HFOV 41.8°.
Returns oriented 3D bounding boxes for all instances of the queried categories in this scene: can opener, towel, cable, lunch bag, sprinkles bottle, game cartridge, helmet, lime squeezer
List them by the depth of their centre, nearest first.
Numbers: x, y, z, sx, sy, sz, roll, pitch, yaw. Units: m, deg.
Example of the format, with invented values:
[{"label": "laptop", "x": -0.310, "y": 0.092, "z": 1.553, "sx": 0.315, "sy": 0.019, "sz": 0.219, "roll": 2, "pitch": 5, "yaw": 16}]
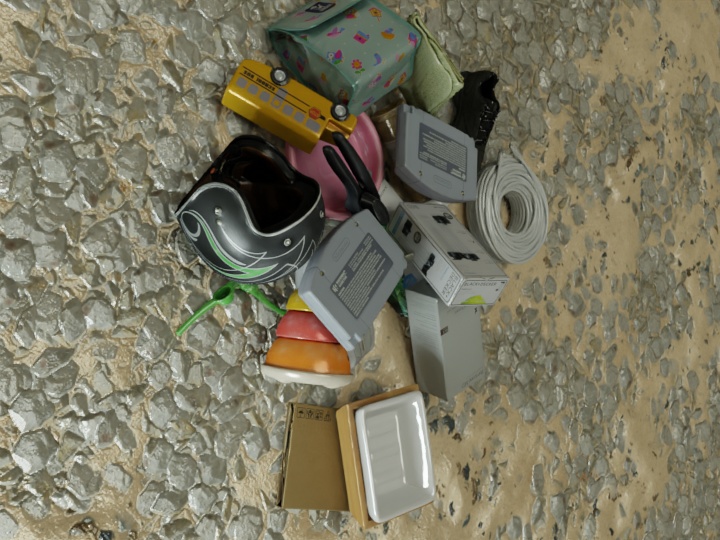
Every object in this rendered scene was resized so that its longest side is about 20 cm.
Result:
[{"label": "helmet", "x": -0.150, "y": -0.075, "z": 1.356, "sx": 0.190, "sy": 0.199, "sz": 0.201, "roll": 41, "pitch": 62, "yaw": -14}, {"label": "game cartridge", "x": -0.012, "y": 0.005, "z": 1.424, "sx": 0.133, "sy": 0.041, "sz": 0.201, "roll": 47, "pitch": 48, "yaw": -14}, {"label": "lime squeezer", "x": -0.194, "y": 0.047, "z": 1.429, "sx": 0.198, "sy": 0.038, "sz": 0.072, "roll": -9, "pitch": 123, "yaw": -41}, {"label": "can opener", "x": -0.007, "y": -0.147, "z": 1.477, "sx": 0.064, "sy": 0.078, "sz": 0.201, "roll": -62, "pitch": 145, "yaw": -25}, {"label": "lunch bag", "x": -0.030, "y": -0.363, "z": 1.509, "sx": 0.170, "sy": 0.122, "sz": 0.200, "roll": -38, "pitch": 74, "yaw": -26}, {"label": "towel", "x": 0.099, "y": -0.335, "z": 1.580, "sx": 0.036, "sy": 0.200, "sz": 0.149, "roll": -33, "pitch": 90, "yaw": -16}, {"label": "game cartridge", "x": 0.131, "y": -0.192, "z": 1.626, "sx": 0.198, "sy": 0.041, "sz": 0.136, "roll": 19, "pitch": 73, "yaw": -44}, {"label": "sprinkles bottle", "x": 0.090, "y": -0.195, "z": 1.658, "sx": 0.068, "sy": 0.068, "sz": 0.202, "roll": -40, "pitch": 112, "yaw": -35}, {"label": "cable", "x": 0.282, "y": -0.113, "z": 1.817, "sx": 0.200, "sy": 0.069, "sz": 0.202, "roll": 42, "pitch": 62, "yaw": -31}]

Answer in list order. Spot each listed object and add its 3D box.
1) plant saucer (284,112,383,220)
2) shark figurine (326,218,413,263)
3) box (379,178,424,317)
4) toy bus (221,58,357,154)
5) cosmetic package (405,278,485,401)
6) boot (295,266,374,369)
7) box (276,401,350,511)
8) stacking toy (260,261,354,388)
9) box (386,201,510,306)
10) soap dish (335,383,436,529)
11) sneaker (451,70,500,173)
[{"label": "plant saucer", "x": -0.049, "y": -0.182, "z": 1.551, "sx": 0.198, "sy": 0.050, "sz": 0.204, "roll": 3, "pitch": 85, "yaw": -41}, {"label": "shark figurine", "x": 0.001, "y": -0.017, "z": 1.519, "sx": 0.215, "sy": 0.127, "sz": 0.090, "roll": 51, "pitch": 30, "yaw": -29}, {"label": "box", "x": 0.056, "y": -0.038, "z": 1.640, "sx": 0.200, "sy": 0.036, "sz": 0.145, "roll": 47, "pitch": 59, "yaw": -26}, {"label": "toy bus", "x": -0.107, "y": -0.246, "z": 1.446, "sx": 0.198, "sy": 0.065, "sz": 0.079, "roll": 29, "pitch": 68, "yaw": -8}, {"label": "cosmetic package", "x": 0.150, "y": 0.110, "z": 1.650, "sx": 0.112, "sy": 0.080, "sz": 0.203, "roll": -29, "pitch": 119, "yaw": -36}, {"label": "boot", "x": -0.038, "y": 0.058, "z": 1.542, "sx": 0.095, "sy": 0.073, "sz": 0.203, "roll": -34, "pitch": 111, "yaw": -50}, {"label": "box", "x": -0.044, "y": 0.308, "z": 1.537, "sx": 0.198, "sy": 0.021, "sz": 0.166, "roll": 14, "pitch": 78, "yaw": -39}, {"label": "stacking toy", "x": -0.071, "y": 0.072, "z": 1.439, "sx": 0.145, "sy": 0.145, "sz": 0.204, "roll": 8, "pitch": 88, "yaw": -39}, {"label": "box", "x": 0.143, "y": -0.029, "z": 1.571, "sx": 0.115, "sy": 0.201, "sz": 0.061, "roll": -1, "pitch": 130, "yaw": -41}, {"label": "soap dish", "x": 0.040, "y": 0.300, "z": 1.542, "sx": 0.156, "sy": 0.081, "sz": 0.204, "roll": -10, "pitch": 93, "yaw": -40}, {"label": "sneaker", "x": 0.216, "y": -0.279, "z": 1.758, "sx": 0.075, "sy": 0.090, "sz": 0.204, "roll": 4, "pitch": 85, "yaw": -42}]
